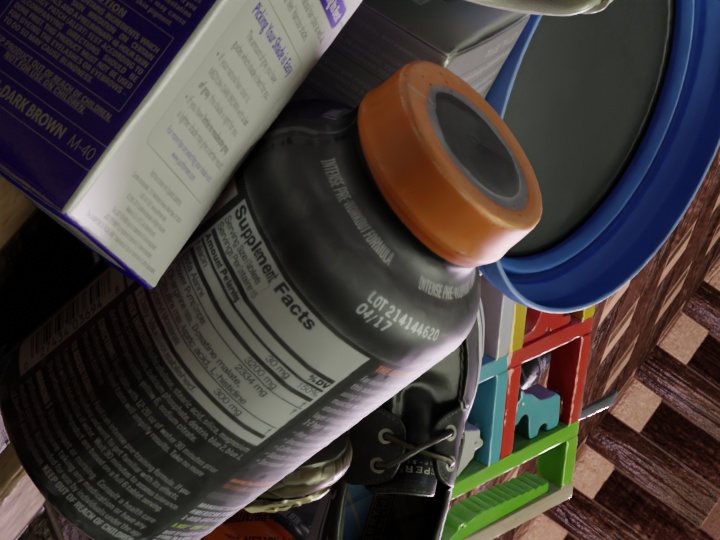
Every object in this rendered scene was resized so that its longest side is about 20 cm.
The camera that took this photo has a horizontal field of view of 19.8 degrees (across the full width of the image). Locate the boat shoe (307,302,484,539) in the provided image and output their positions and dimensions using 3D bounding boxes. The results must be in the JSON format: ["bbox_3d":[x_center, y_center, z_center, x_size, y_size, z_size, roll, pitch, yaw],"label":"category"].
[{"bbox_3d":[0.016,0.086,0.932,0.066,0.069,0.201,-112,-146,-57],"label":"boat shoe"}]

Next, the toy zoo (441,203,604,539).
[{"bbox_3d":[0.066,0.044,1.014,0.131,0.020,0.201,-20,125,-41],"label":"toy zoo"}]

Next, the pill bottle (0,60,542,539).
[{"bbox_3d":[-0.030,0.011,0.739,0.200,0.107,0.106,-38,176,26],"label":"pill bottle"}]

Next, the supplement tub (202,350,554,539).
[{"bbox_3d":[0.002,0.074,1.075,0.200,0.122,0.123,-49,166,-16],"label":"supplement tub"}]

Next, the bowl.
[{"bbox_3d":[0.106,-0.080,0.937,0.200,0.039,0.202,-31,134,-39],"label":"bowl"}]

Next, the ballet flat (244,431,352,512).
[{"bbox_3d":[-0.052,0.089,0.930,0.200,0.067,0.047,-176,-95,-70],"label":"ballet flat"}]

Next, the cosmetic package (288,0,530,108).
[{"bbox_3d":[-0.022,-0.033,0.839,0.107,0.090,0.201,-39,157,-61],"label":"cosmetic package"}]

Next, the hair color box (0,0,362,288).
[{"bbox_3d":[-0.042,-0.101,0.651,0.200,0.065,0.109,-53,166,-5],"label":"hair color box"}]

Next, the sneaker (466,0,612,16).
[{"bbox_3d":[0.088,-0.132,0.790,0.199,0.081,0.077,-4,129,-26],"label":"sneaker"}]

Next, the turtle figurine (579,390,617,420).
[{"bbox_3d":[0.051,0.093,1.293,0.194,0.144,0.200,-50,163,-7],"label":"turtle figurine"}]
